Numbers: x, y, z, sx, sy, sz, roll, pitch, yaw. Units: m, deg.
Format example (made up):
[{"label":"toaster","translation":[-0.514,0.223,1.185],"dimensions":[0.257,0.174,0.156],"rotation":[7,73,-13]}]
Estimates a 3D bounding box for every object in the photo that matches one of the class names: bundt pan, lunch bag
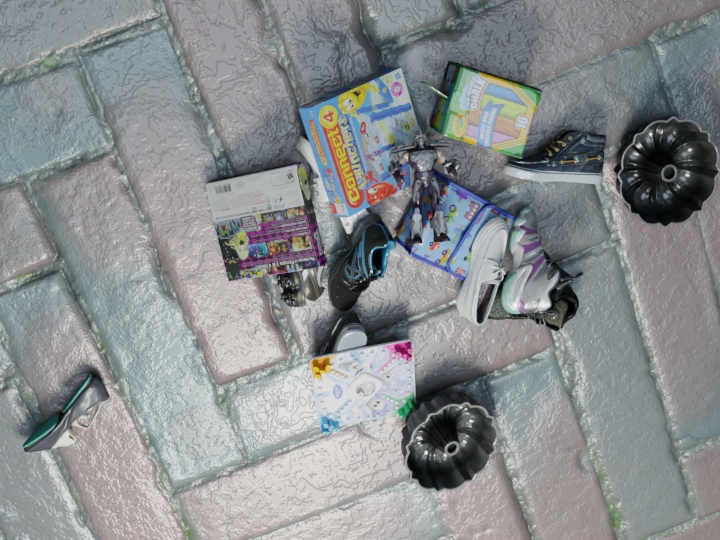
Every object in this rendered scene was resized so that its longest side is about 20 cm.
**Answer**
[{"label":"bundt pan","translation":[0.561,-0.189,1.748],"dimensions":[0.197,0.076,0.207],"rotation":[-2,107,-6]},{"label":"lunch bag","translation":[0.186,-0.070,1.743],"dimensions":[0.197,0.094,0.153],"rotation":[25,101,-27]},{"label":"bundt pan","translation":[0.165,0.326,1.825],"dimensions":[0.197,0.076,0.206],"rotation":[-8,116,-17]}]

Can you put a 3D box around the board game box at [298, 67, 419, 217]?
[{"label":"board game box","translation":[0.012,-0.225,1.642],"dimensions":[0.194,0.055,0.204],"rotation":[-29,110,-27]}]

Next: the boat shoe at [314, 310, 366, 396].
[{"label":"boat shoe","translation":[-0.044,0.163,1.780],"dimensions":[0.072,0.069,0.202],"rotation":[3,130,-18]}]

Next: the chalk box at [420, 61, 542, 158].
[{"label":"chalk box","translation":[0.198,-0.289,1.653],"dimensions":[0.196,0.125,0.127],"rotation":[14,104,-9]}]

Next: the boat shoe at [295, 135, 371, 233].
[{"label":"boat shoe","translation":[-0.061,-0.149,1.688],"dimensions":[0.069,0.071,0.201],"rotation":[-38,108,3]}]

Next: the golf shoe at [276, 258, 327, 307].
[{"label":"golf shoe","translation":[-0.109,-0.037,1.724],"dimensions":[0.093,0.077,0.205],"rotation":[-12,107,-26]}]

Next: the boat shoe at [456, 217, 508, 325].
[{"label":"boat shoe","translation":[0.234,0.005,1.724],"dimensions":[0.071,0.068,0.203],"rotation":[7,113,-36]}]

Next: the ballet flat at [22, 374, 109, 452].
[{"label":"ballet flat","translation":[-0.545,0.284,1.757],"dimensions":[0.200,0.073,0.073],"rotation":[-45,106,4]}]

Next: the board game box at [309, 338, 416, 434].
[{"label":"board game box","translation":[0.010,0.225,1.782],"dimensions":[0.195,0.026,0.203],"rotation":[-10,131,-5]}]

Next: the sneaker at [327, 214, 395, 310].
[{"label":"sneaker","translation":[0.000,0.000,1.711],"dimensions":[0.072,0.082,0.203],"rotation":[-2,128,-38]}]

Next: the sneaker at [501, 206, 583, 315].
[{"label":"sneaker","translation":[0.342,-0.014,1.725],"dimensions":[0.137,0.078,0.205],"rotation":[6,79,23]}]

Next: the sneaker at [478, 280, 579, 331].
[{"label":"sneaker","translation":[0.321,0.066,1.774],"dimensions":[0.194,0.114,0.078],"rotation":[-1,105,-4]}]

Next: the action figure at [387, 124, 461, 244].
[{"label":"action figure","translation":[0.114,-0.150,1.625],"dimensions":[0.127,0.069,0.205],"rotation":[-6,94,4]}]

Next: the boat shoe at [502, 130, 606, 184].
[{"label":"boat shoe","translation":[0.357,-0.213,1.725],"dimensions":[0.195,0.071,0.093],"rotation":[1,105,-14]}]

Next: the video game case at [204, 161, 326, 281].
[{"label":"video game case","translation":[-0.168,-0.083,1.656],"dimensions":[0.196,0.036,0.185],"rotation":[-9,100,27]}]
